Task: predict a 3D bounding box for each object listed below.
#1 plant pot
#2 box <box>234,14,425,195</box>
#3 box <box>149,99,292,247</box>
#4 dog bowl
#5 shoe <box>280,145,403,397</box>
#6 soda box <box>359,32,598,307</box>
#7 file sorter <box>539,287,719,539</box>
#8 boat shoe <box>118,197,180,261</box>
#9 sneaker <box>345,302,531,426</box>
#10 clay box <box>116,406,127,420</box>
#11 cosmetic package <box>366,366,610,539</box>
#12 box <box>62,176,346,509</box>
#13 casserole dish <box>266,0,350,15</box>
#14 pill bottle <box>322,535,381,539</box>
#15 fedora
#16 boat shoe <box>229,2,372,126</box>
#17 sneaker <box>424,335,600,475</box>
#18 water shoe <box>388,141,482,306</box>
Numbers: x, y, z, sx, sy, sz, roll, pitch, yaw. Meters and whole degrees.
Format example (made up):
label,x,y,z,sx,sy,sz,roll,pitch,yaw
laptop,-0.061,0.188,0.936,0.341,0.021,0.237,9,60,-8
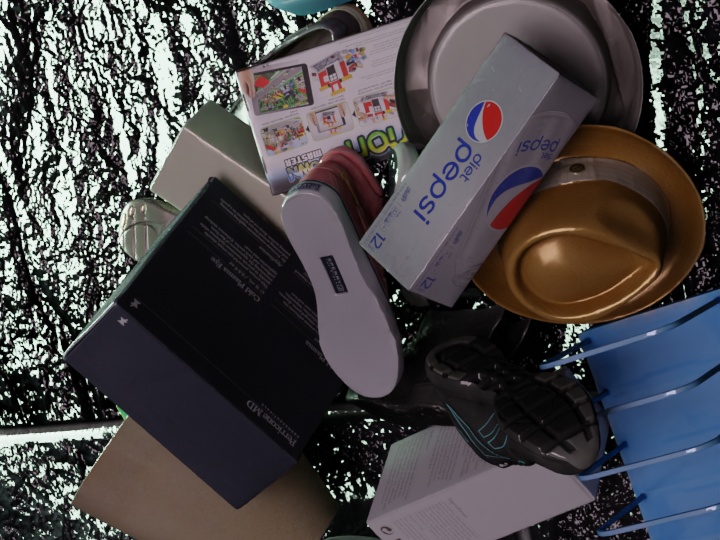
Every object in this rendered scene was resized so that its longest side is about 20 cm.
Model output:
label,x,y,z,sx,sy,sz,roll,pitch,yaw
plant pot,-0.126,0.191,1.589,0.199,0.188,0.188,36,120,-1
box,0.004,-0.144,1.491,0.198,0.035,0.111,-17,93,3
box,-0.079,-0.057,1.565,0.199,0.068,0.082,35,123,0
dog bowl,0.127,-0.154,1.415,0.198,0.059,0.202,4,114,8
shoe,0.000,0.000,1.463,0.071,0.091,0.202,-7,117,28
soda box,0.090,-0.075,1.352,0.068,0.063,0.201,42,103,37
file sorter,0.244,0.138,1.409,0.138,0.122,0.202,-20,91,35
boat shoe,-0.131,-0.018,1.645,0.199,0.072,0.076,28,107,24
sneaker,0.064,0.079,1.546,0.199,0.060,0.105,-4,61,60
clay box,-0.153,0.137,1.707,0.200,0.047,0.115,-40,80,32
cosmetic package,0.108,0.170,1.506,0.199,0.102,0.071,-28,116,35
box,-0.114,0.060,1.497,0.200,0.182,0.104,42,133,-7
casserole dish,-0.033,-0.289,1.516,0.199,0.039,0.122,-12,92,44
pill bottle,-0.008,0.355,1.631,0.103,0.104,0.202,13,107,30
fedora,0.174,-0.017,1.394,0.198,0.082,0.202,2,124,3
boat shoe,-0.071,-0.162,1.574,0.200,0.065,0.072,-40,78,32
sneaker,0.126,0.117,1.387,0.200,0.075,0.080,35,145,55
water shoe,0.066,-0.042,1.465,0.078,0.201,0.072,-3,60,5
